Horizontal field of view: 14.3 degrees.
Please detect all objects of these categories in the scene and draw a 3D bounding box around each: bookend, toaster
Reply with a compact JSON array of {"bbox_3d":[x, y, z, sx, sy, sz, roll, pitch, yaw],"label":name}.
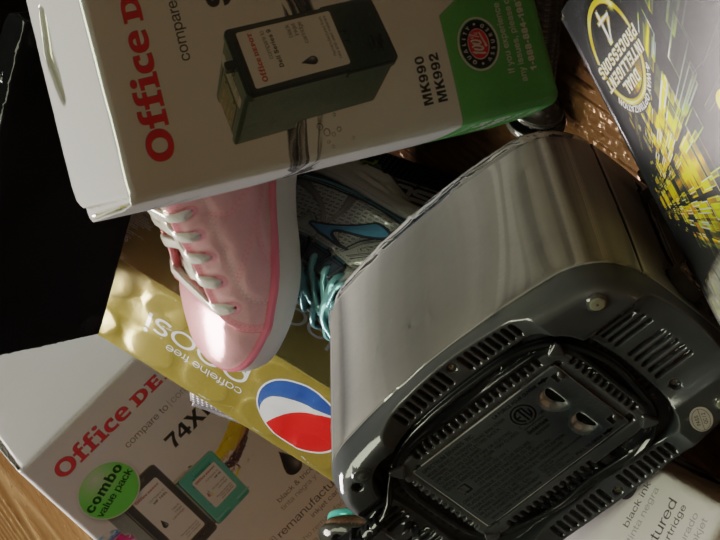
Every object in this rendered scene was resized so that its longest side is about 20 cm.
[{"bbox_3d":[-0.195,-0.095,1.402,0.200,0.092,0.199,45,132,35],"label":"bookend"},{"bbox_3d":[0.062,0.037,1.207,0.114,0.200,0.129,36,-152,-28],"label":"toaster"}]

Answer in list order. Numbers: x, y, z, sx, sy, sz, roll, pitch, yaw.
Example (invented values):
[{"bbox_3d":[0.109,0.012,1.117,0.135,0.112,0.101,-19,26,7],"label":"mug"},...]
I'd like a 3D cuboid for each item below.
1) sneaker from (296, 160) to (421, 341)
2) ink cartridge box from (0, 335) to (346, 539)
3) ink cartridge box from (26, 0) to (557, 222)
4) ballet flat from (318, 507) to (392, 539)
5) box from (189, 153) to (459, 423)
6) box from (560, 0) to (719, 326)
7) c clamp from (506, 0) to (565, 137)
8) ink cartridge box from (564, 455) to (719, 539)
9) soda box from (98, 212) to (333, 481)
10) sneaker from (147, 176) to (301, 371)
[{"bbox_3d":[0.000,0.000,1.369,0.200,0.086,0.078,12,132,31],"label":"sneaker"},{"bbox_3d":[-0.121,0.092,1.723,0.200,0.147,0.146,46,178,-37],"label":"ink cartridge box"},{"bbox_3d":[-0.034,-0.114,1.231,0.084,0.200,0.146,170,85,-72],"label":"ink cartridge box"},{"bbox_3d":[0.035,0.178,1.507,0.200,0.068,0.069,34,-121,-59],"label":"ballet flat"},{"bbox_3d":[-0.016,0.017,1.502,0.160,0.044,0.200,19,138,18],"label":"box"},{"bbox_3d":[0.153,-0.073,1.057,0.161,0.049,0.200,62,160,10],"label":"box"},{"bbox_3d":[0.069,-0.131,1.265,0.171,0.027,0.200,58,158,32],"label":"c clamp"},{"bbox_3d":[0.101,0.145,1.253,0.146,0.084,0.200,-63,32,3],"label":"ink cartridge box"},{"bbox_3d":[-0.046,0.037,1.458,0.200,0.064,0.068,32,140,5],"label":"soda box"},{"bbox_3d":[-0.082,-0.035,1.329,0.075,0.104,0.201,40,133,40],"label":"sneaker"}]
